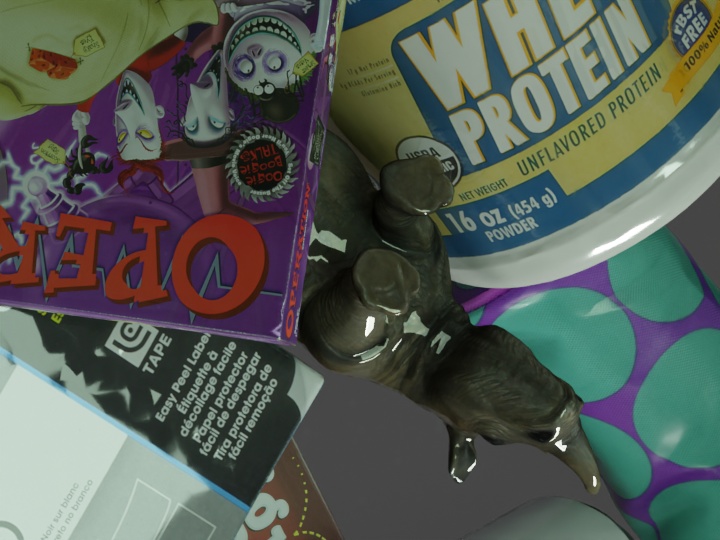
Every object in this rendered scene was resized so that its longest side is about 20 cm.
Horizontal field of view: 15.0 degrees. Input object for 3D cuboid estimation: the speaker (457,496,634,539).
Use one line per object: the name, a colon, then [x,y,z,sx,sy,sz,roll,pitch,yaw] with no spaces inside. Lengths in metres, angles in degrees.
speaker: [0.013,0.145,0.909,0.200,0.081,0.082,-23,110,-43]

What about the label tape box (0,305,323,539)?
label tape box: [-0.131,0.042,0.836,0.200,0.063,0.145,35,78,-24]

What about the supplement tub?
supplement tub: [0.027,-0.109,0.868,0.145,0.145,0.200,-46,117,-15]

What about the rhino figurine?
rhino figurine: [0.000,0.000,0.845,0.200,0.087,0.060,41,66,0]

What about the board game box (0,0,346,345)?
board game box: [-0.108,-0.050,0.791,0.199,0.032,0.121,7,89,9]

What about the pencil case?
pencil case: [0.104,0.049,0.975,0.092,0.085,0.200,-33,117,16]

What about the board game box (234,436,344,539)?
board game box: [-0.044,0.127,0.942,0.103,0.019,0.200,-35,114,-22]
